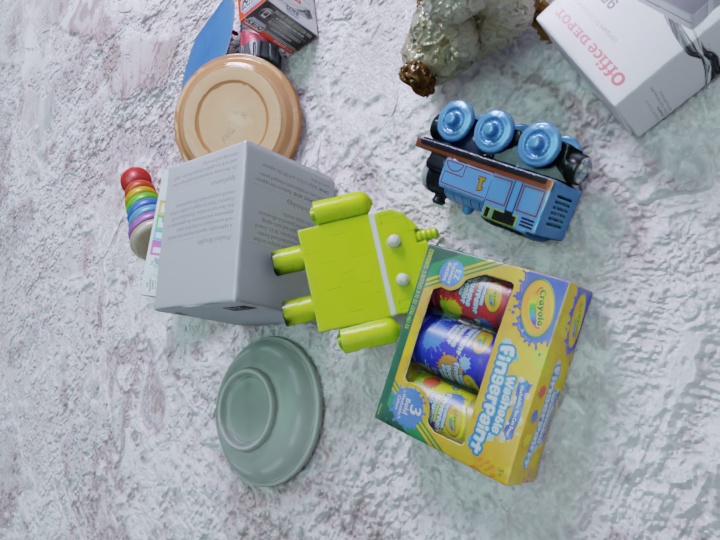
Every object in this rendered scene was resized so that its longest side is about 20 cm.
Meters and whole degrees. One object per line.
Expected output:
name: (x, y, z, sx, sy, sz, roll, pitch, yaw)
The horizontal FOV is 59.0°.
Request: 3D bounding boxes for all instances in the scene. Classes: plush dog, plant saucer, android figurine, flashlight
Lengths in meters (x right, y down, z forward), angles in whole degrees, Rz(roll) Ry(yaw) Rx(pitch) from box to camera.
plush dog: (0.118, -0.286, 0.737, 0.171, 0.160, 0.201, -28, 34, 45)
plant saucer: (-0.185, -0.219, 0.940, 0.199, 0.032, 0.202, 0, 92, 13)
android figurine: (0.000, 0.000, 0.744, 0.199, 0.041, 0.183, -11, 84, 3)
plant saucer: (-0.139, 0.187, 0.857, 0.199, 0.050, 0.201, -11, 72, 35)
flashlight: (-0.158, -0.401, 1.009, 0.068, 0.068, 0.201, -17, 64, 37)

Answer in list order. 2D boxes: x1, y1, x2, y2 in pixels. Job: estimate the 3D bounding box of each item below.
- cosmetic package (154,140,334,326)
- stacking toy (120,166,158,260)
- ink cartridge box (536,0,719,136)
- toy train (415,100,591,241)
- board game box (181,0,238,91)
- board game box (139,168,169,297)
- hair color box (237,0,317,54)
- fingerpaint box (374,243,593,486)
cosmetic package: (-0.150, -0.036, 0.842, 0.164, 0.165, 0.201, -7, 75, 39)
stacking toy: (-0.372, -0.111, 1.095, 0.085, 0.085, 0.200, -47, 51, 19)
ink cartridge box: (0.294, -0.252, 0.602, 0.200, 0.084, 0.145, -41, 57, 24)
toy train: (0.146, -0.109, 0.686, 0.200, 0.086, 0.115, 28, 102, 39)
board game box: (-0.240, -0.354, 1.060, 0.200, 0.039, 0.159, -28, 55, 46)
board game box: (-0.256, -0.051, 0.983, 0.134, 0.034, 0.201, 6, 83, 15)
hair color box: (-0.131, -0.447, 0.965, 0.064, 0.111, 0.201, -22, 66, 33)
fingerpaint box: (0.123, 0.090, 0.659, 0.166, 0.073, 0.201, 19, 91, 39)
